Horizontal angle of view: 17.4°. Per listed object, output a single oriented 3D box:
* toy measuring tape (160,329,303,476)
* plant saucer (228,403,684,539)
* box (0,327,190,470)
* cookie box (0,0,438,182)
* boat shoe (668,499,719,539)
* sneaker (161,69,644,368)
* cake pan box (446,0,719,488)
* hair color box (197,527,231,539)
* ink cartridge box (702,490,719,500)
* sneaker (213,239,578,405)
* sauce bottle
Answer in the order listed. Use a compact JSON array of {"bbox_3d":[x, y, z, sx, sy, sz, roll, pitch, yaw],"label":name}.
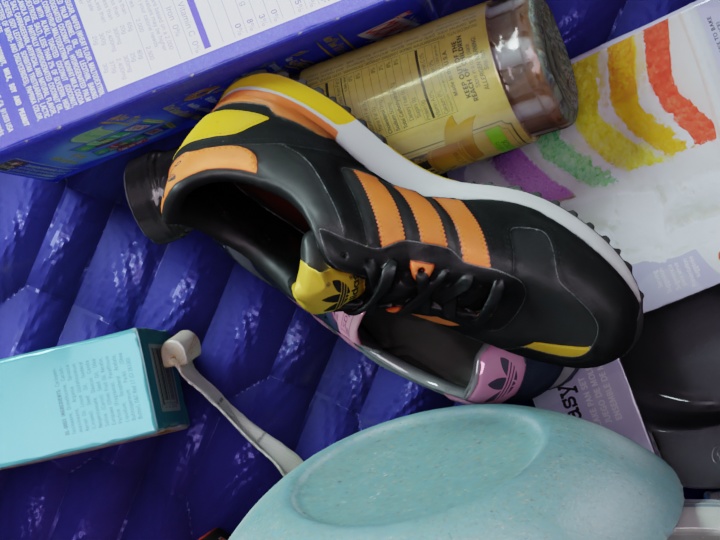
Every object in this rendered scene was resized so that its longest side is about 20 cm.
[{"bbox_3d":[0.001,0.084,1.064,0.200,0.074,0.074,45,93,1],"label":"toy measuring tape"},{"bbox_3d":[0.027,0.094,0.936,0.201,0.201,0.039,-14,108,6],"label":"plant saucer"},{"bbox_3d":[-0.185,0.072,1.082,0.200,0.082,0.049,-13,86,5],"label":"box"},{"bbox_3d":[-0.073,-0.109,1.029,0.200,0.171,0.075,-21,89,4],"label":"cookie box"},{"bbox_3d":[0.080,0.115,0.978,0.200,0.072,0.070,-12,128,21],"label":"boat shoe"},{"bbox_3d":[0.013,-0.001,0.941,0.200,0.090,0.070,28,132,8],"label":"sneaker"},{"bbox_3d":[0.144,-0.006,1.025,0.184,0.052,0.200,-22,86,36],"label":"cake pan box"},{"bbox_3d":[-0.053,0.173,1.005,0.101,0.200,0.061,30,96,5],"label":"hair color box"},{"bbox_3d":[0.219,0.192,1.026,0.115,0.068,0.200,-7,109,8],"label":"ink cartridge box"},{"bbox_3d":[0.000,0.000,1.041,0.200,0.082,0.070,24,111,26],"label":"sneaker"},{"bbox_3d":[-0.006,-0.061,1.019,0.200,0.065,0.065,-18,87,19],"label":"sauce bottle"}]
